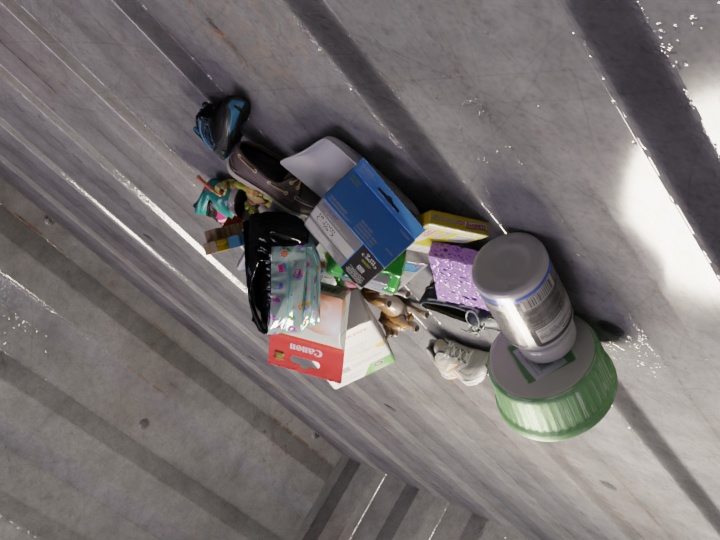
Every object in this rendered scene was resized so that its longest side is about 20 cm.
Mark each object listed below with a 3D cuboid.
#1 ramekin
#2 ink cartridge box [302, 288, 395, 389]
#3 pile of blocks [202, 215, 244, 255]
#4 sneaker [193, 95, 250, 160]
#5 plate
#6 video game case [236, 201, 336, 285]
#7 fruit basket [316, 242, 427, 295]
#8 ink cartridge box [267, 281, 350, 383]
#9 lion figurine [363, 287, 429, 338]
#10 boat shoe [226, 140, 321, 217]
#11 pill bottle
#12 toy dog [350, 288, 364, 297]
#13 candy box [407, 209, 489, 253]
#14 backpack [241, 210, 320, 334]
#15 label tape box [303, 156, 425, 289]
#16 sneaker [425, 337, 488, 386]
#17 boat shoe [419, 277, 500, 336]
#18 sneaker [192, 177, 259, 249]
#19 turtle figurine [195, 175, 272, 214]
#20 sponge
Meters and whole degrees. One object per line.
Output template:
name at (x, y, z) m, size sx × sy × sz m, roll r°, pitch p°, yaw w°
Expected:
ramekin at (0.297, 0.158, 1.407) m, size 0.199 × 0.201 × 0.098 m, roll 17°, pitch 150°, yaw 40°
ink cartridge box at (-0.029, 0.140, 1.789) m, size 0.200 × 0.144 × 0.084 m, roll 60°, pitch -174°, yaw -56°
pile of blocks at (-0.220, -0.082, 1.738) m, size 0.082 × 0.199 × 0.063 m, roll -11°, pitch 95°, yaw 49°
sneaker at (-0.235, -0.241, 1.460) m, size 0.082 × 0.074 × 0.200 m, roll 36°, pitch 161°, yaw -6°
plate at (-0.013, -0.138, 1.417) m, size 0.199 × 0.032 × 0.200 m, roll 39°, pitch 161°, yaw -18°
video game case at (-0.107, -0.037, 1.622) m, size 0.181 × 0.022 × 0.200 m, roll 23°, pitch 131°, yaw -15°
fruit basket at (0.000, 0.000, 1.557) m, size 0.184 × 0.095 × 0.200 m, roll 17°, pitch 155°, yaw -12°
ink cartridge box at (-0.107, 0.112, 1.647) m, size 0.161 × 0.050 × 0.202 m, roll 13°, pitch 113°, yaw 16°
lion figurine at (0.056, 0.067, 1.772) m, size 0.122 × 0.073 × 0.200 m, roll 18°, pitch 155°, yaw 42°
boat shoe at (-0.130, -0.155, 1.513) m, size 0.199 × 0.072 × 0.060 m, roll 28°, pitch 148°, yaw -6°
pill bottle at (0.248, 0.046, 1.314) m, size 0.113 × 0.114 × 0.200 m, roll 17°, pitch 155°, yaw 39°
toy dog at (-0.086, 0.012, 1.768) m, size 0.192 × 0.141 × 0.200 m, roll 3°, pitch 148°, yaw 33°
candy box at (0.105, -0.057, 1.375) m, size 0.101 × 0.027 × 0.200 m, roll 13°, pitch 169°, yaw -21°
backpack at (-0.132, 0.011, 1.510) m, size 0.125 × 0.202 × 0.167 m, roll -3°, pitch -164°, yaw -11°
label tape box at (0.000, -0.066, 1.359) m, size 0.144 × 0.063 × 0.200 m, roll 49°, pitch 158°, yaw 1°
sneaker at (0.197, 0.180, 1.828) m, size 0.092 × 0.076 × 0.200 m, roll 43°, pitch 159°, yaw -17°
boat shoe at (0.198, 0.077, 1.569) m, size 0.199 × 0.062 × 0.075 m, roll 27°, pitch 159°, yaw 17°
sneaker at (-0.280, -0.119, 1.827) m, size 0.120 × 0.084 × 0.201 m, roll 22°, pitch 152°, yaw 17°
turtle figurine at (-0.198, -0.143, 1.659) m, size 0.198 × 0.065 × 0.161 m, roll 14°, pitch 170°, yaw 5°
sponge at (0.172, 0.014, 1.441) m, size 0.110 × 0.030 × 0.200 m, roll 13°, pitch 162°, yaw 15°
